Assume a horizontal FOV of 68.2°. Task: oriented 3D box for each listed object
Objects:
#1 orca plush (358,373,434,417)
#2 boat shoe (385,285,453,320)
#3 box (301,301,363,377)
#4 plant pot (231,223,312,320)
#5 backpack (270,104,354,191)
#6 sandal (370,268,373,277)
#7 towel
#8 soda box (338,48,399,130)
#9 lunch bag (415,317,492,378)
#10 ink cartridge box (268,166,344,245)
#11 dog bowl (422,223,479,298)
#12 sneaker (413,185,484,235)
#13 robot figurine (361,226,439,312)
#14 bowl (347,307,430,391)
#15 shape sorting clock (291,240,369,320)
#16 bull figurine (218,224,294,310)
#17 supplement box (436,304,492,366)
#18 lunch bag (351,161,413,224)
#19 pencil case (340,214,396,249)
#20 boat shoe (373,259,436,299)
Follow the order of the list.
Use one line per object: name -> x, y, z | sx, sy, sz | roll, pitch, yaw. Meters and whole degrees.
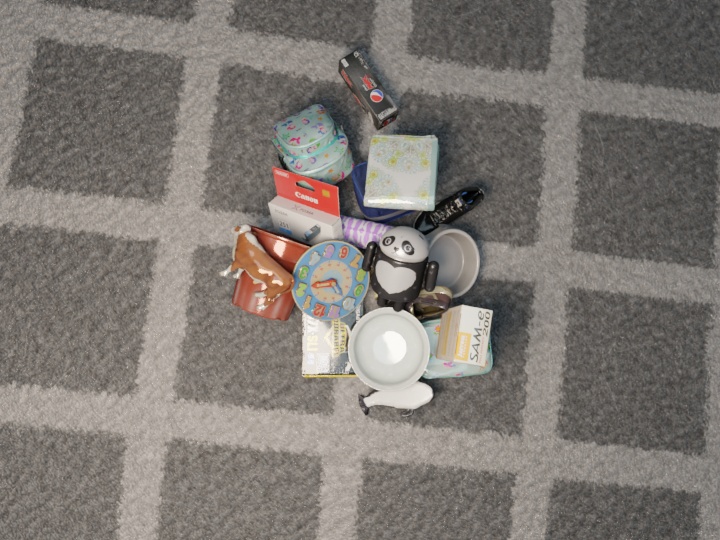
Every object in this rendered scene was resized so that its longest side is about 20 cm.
orca plush -> 0.099, 0.327, 1.356 | 0.200, 0.071, 0.105 | -29, 68, 16
boat shoe -> 0.137, 0.092, 1.328 | 0.072, 0.200, 0.065 | 50, 42, -29
box -> -0.071, 0.172, 1.371 | 0.159, 0.049, 0.201 | 0, 85, -1
plant pot -> -0.218, 0.009, 1.315 | 0.200, 0.201, 0.196 | 19, 93, -1
backpack -> -0.115, -0.302, 1.326 | 0.177, 0.151, 0.200 | -28, 59, -7
sandal -> 0.000, 0.000, 1.371 | 0.200, 0.080, 0.054 | -41, 110, -11
towel -> 0.101, -0.240, 1.288 | 0.171, 0.048, 0.200 | 3, 70, 8
soda box -> 0.020, -0.481, 1.421 | 0.063, 0.071, 0.200 | -33, 88, -6
lunch bag -> 0.239, 0.193, 1.371 | 0.199, 0.077, 0.161 | -5, 84, -4
ink cartridge box -> -0.138, -0.146, 1.303 | 0.200, 0.176, 0.045 | 21, 49, 26
dog bowl -> 0.219, -0.019, 1.357 | 0.200, 0.059, 0.201 | -3, 96, -27
sneaker -> 0.229, -0.163, 1.384 | 0.200, 0.112, 0.073 | -31, 86, -5
robot figurine -> 0.091, -0.004, 1.250 | 0.150, 0.125, 0.200 | 0, 118, -21
bowl -> 0.072, 0.193, 1.320 | 0.201, 0.090, 0.202 | -1, 85, 6
shape sorting clock -> -0.069, 0.026, 1.274 | 0.200, 0.039, 0.200 | -8, 111, -20
bull figurine -> -0.240, -0.010, 1.196 | 0.200, 0.065, 0.121 | 43, 107, 7
supplement box -> 0.237, 0.152, 1.235 | 0.073, 0.200, 0.126 | 10, 83, -2
lunch bag -> 0.084, -0.213, 1.373 | 0.200, 0.132, 0.136 | -20, 70, -4
pencil case -> 0.015, -0.085, 1.351 | 0.200, 0.084, 0.086 | 12, 90, 16
boat shoe -> 0.107, 0.003, 1.386 | 0.200, 0.072, 0.065 | -35, 82, -11
